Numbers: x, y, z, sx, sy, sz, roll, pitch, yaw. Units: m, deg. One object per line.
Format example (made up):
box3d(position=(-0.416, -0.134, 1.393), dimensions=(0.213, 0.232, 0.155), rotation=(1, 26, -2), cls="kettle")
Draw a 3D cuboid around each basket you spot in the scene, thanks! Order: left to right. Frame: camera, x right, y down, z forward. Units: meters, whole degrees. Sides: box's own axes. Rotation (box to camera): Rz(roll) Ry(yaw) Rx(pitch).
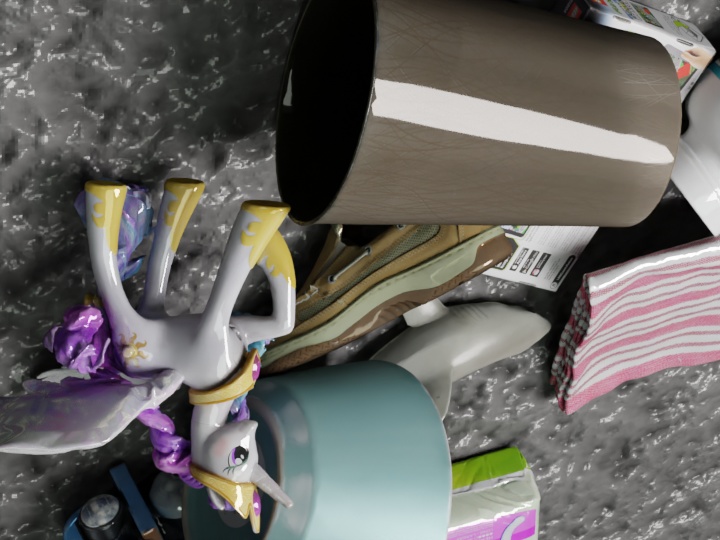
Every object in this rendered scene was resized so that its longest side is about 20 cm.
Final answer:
box3d(position=(0.071, -0.090, 1.007), dimensions=(0.198, 0.138, 0.180), rotation=(4, 159, -18), cls="basket")

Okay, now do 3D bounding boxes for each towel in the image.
box3d(position=(0.212, 0.035, 1.233), dimensions=(0.145, 0.030, 0.201), rotation=(-17, 156, -10), cls="towel")

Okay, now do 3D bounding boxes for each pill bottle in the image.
box3d(position=(0.287, -0.110, 1.133), dimensions=(0.199, 0.111, 0.111), rotation=(-39, 133, 10), cls="pill bottle")

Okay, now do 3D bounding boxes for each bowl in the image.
box3d(position=(-0.043, 0.149, 1.139), dimensions=(0.104, 0.202, 0.202), rotation=(14, 122, -36), cls="bowl")

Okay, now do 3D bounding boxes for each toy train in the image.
box3d(position=(-0.132, 0.215, 1.244), dimensions=(0.113, 0.087, 0.201), rotation=(-28, 133, -12), cls="toy train")

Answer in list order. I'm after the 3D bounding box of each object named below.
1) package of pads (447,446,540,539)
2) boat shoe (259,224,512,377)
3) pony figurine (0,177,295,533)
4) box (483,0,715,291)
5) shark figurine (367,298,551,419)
box3d(position=(0.038, 0.229, 1.341), dimensions=(0.198, 0.068, 0.156), rotation=(-13, 132, -13), cls="package of pads")
box3d(position=(0.000, 0.000, 1.133), dimensions=(0.199, 0.077, 0.072), rotation=(-29, 178, 20), cls="boat shoe")
box3d(position=(-0.125, 0.048, 1.048), dimensions=(0.191, 0.167, 0.203), rotation=(7, 102, 12), cls="pony figurine")
box3d(position=(0.130, -0.082, 1.139), dimensions=(0.109, 0.035, 0.201), rotation=(13, 122, -33), cls="box")
box3d(position=(0.029, 0.096, 1.211), dimensions=(0.214, 0.090, 0.128), rotation=(-45, 131, 13), cls="shark figurine")
